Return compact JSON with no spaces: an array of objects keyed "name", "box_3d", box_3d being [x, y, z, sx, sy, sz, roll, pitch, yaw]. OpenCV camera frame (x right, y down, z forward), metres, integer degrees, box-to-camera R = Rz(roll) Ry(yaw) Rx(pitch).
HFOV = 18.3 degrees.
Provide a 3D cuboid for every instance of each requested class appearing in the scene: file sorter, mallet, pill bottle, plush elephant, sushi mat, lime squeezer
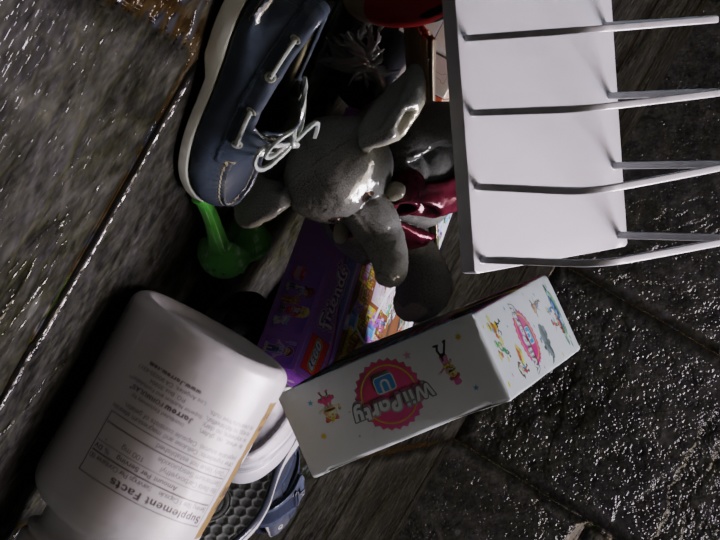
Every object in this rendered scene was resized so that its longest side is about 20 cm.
[{"name":"file sorter","box_3d":[0.146,-0.104,1.382,0.138,0.124,0.201,-10,99,-38]},{"name":"mallet","box_3d":[0.071,-0.111,1.666,0.041,0.200,0.066,24,-95,56]},{"name":"pill bottle","box_3d":[-0.141,0.124,1.417,0.200,0.114,0.114,-60,170,4]},{"name":"plush elephant","box_3d":[0.013,-0.056,1.452,0.165,0.200,0.155,-32,-175,34]},{"name":"sushi mat","box_3d":[0.044,-0.081,1.569,0.096,0.012,0.201,-107,-166,-67]},{"name":"lime squeezer","box_3d":[-0.084,-0.033,1.507,0.200,0.038,0.071,-26,114,-71]}]

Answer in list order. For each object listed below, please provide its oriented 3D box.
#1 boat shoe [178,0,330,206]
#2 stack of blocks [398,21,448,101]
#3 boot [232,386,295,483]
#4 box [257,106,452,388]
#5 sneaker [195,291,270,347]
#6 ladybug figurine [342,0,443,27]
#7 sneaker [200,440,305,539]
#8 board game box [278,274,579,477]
[{"name":"boat shoe","box_3d":[-0.059,-0.100,1.324,0.075,0.062,0.200,-51,167,-41]},{"name":"stack of blocks","box_3d":[0.084,-0.208,1.720,0.200,0.058,0.115,-61,170,11]},{"name":"boot","box_3d":[-0.066,0.069,1.791,0.096,0.073,0.200,94,19,-56]},{"name":"box","box_3d":[0.000,0.000,1.628,0.137,0.039,0.201,41,65,-56]},{"name":"sneaker","box_3d":[-0.115,0.073,1.558,0.200,0.069,0.100,-51,161,-58]},{"name":"ladybug figurine","box_3d":[0.045,-0.217,1.468,0.136,0.072,0.200,-61,170,6]},{"name":"sneaker","box_3d":[-0.108,0.208,1.920,0.202,0.077,0.146,-53,166,-37]},{"name":"board game box","box_3d":[0.050,0.067,1.500,0.147,0.064,0.200,-23,-179,19]}]
